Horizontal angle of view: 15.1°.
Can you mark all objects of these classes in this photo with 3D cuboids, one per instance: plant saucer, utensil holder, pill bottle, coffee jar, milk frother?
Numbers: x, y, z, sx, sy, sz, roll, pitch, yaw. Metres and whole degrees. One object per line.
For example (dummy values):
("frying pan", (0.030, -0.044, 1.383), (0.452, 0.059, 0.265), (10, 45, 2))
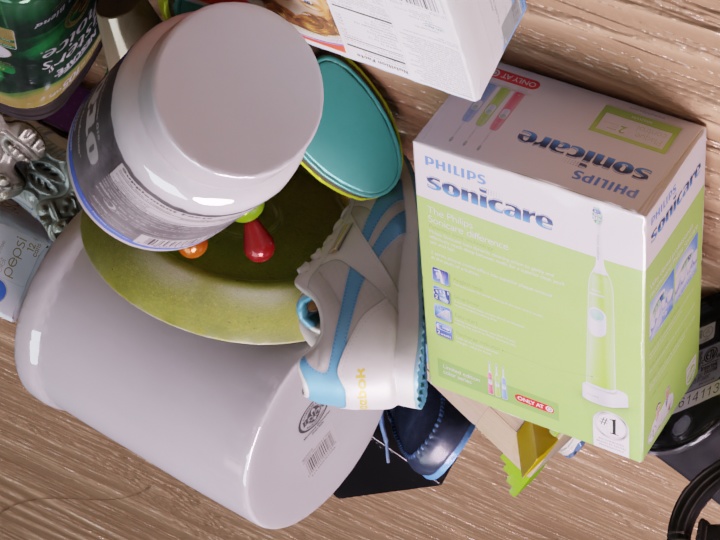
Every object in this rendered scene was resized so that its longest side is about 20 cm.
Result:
("plant saucer", (-0.080, -0.028, 1.748), (0.199, 0.200, 0.031), (24, 127, 11))
("utensil holder", (-0.101, 0.056, 1.801), (0.199, 0.170, 0.170), (28, 163, 28))
("pill bottle", (-0.092, -0.080, 1.507), (0.113, 0.114, 0.200), (32, 164, -10))
("coffee jar", (-0.202, -0.170, 1.638), (0.085, 0.105, 0.200), (29, 161, 6))
("milk frother", (0.266, 0.143, 1.644), (0.188, 0.201, 0.180), (38, 155, -26))

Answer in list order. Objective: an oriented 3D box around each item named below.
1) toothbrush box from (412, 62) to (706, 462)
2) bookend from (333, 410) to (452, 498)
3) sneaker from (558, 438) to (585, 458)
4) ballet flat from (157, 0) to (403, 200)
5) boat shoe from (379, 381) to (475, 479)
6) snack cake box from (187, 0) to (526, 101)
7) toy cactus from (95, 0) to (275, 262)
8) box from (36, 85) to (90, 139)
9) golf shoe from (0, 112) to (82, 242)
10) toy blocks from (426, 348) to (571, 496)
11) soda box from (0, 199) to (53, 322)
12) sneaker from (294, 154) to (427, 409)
("toothbrush box", (0.116, -0.005, 1.561), (0.145, 0.086, 0.201), (19, 140, 24))
("bookend", (-0.033, 0.078, 2.043), (0.198, 0.092, 0.200), (35, 161, -14))
("sneaker", (0.122, 0.082, 1.873), (0.085, 0.077, 0.200), (34, 160, -4))
("ballet flat", (-0.050, -0.122, 1.635), (0.200, 0.067, 0.067), (42, 177, -28))
("boat shoe", (0.032, 0.081, 1.871), (0.069, 0.084, 0.200), (37, -170, -17))
("snack cake box", (-0.019, -0.173, 1.438), (0.199, 0.067, 0.115), (21, 161, 20))
("toy cactus", (-0.113, -0.104, 1.674), (0.200, 0.102, 0.166), (-120, 7, -50))
("box", (-0.190, -0.081, 1.937), (0.199, 0.039, 0.137), (27, 161, 4))
("golf shoe", (-0.214, -0.068, 1.876), (0.200, 0.078, 0.097), (37, -171, -33))
("toy blocks", (0.103, 0.035, 1.733), (0.137, 0.100, 0.200), (44, 139, 10))
("soda box", (-0.252, -0.026, 1.969), (0.068, 0.064, 0.200), (26, -168, -3))
("sneaker", (0.000, 0.000, 1.670), (0.080, 0.201, 0.077), (-2, 134, 2))
